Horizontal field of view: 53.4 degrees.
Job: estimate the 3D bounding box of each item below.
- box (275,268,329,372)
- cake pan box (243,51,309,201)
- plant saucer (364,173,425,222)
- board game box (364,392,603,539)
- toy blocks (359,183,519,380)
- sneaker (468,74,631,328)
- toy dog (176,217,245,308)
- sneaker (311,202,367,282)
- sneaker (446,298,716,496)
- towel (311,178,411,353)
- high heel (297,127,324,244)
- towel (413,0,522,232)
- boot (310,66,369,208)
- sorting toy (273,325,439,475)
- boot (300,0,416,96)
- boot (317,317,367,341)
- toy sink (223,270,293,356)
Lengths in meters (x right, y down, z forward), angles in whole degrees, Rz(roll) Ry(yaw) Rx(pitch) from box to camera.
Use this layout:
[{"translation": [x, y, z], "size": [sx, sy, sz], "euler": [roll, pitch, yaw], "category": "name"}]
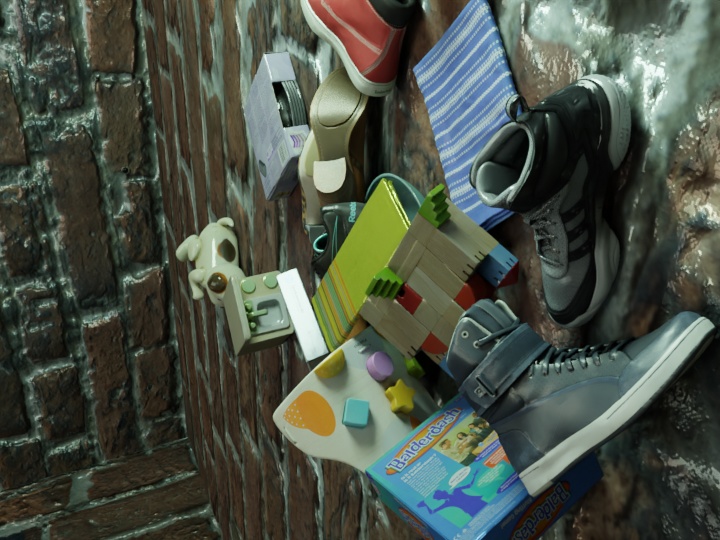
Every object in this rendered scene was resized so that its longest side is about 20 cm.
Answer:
[{"translation": [-0.083, 0.114, 1.182], "size": [0.201, 0.040, 0.158], "euler": [83, 165, -60], "category": "box"}, {"translation": [-0.143, -0.244, 1.228], "size": [0.200, 0.051, 0.189], "euler": [137, 117, -64], "category": "cake pan box"}, {"translation": [0.057, -0.017, 0.867], "size": [0.199, 0.035, 0.206], "euler": [169, 91, -68], "category": "plant saucer"}, {"translation": [0.109, 0.195, 0.687], "size": [0.046, 0.151, 0.199], "euler": [60, 163, -17], "category": "board game box"}, {"translation": [0.088, 0.029, 0.721], "size": [0.136, 0.100, 0.202], "euler": [40, 132, 13], "category": "toy blocks"}, {"translation": [0.140, -0.043, 0.555], "size": [0.075, 0.111, 0.205], "euler": [-140, 44, -56], "category": "sneaker"}, {"translation": [-0.328, -0.003, 1.709], "size": [0.194, 0.138, 0.202], "euler": [-45, 49, 20], "category": "toy dog"}, {"translation": [-0.026, -0.010, 0.907], "size": [0.077, 0.077, 0.203], "euler": [-93, 12, -47], "category": "sneaker"}, {"translation": [0.151, 0.062, 0.546], "size": [0.147, 0.076, 0.203], "euler": [54, 129, 20], "category": "sneaker"}, {"translation": [0.000, 0.000, 0.810], "size": [0.202, 0.018, 0.087], "euler": [-58, 42, 36], "category": "towel"}, {"translation": [-0.058, -0.143, 1.071], "size": [0.143, 0.069, 0.206], "euler": [-109, 25, -81], "category": "high heel"}, {"translation": [0.109, -0.142, 0.702], "size": [0.145, 0.023, 0.205], "euler": [145, 113, -65], "category": "towel"}, {"translation": [-0.014, -0.148, 0.948], "size": [0.156, 0.074, 0.205], "euler": [65, -156, -65], "category": "boot"}, {"translation": [0.034, 0.167, 0.831], "size": [0.180, 0.199, 0.107], "euler": [47, 132, 12], "category": "sorting toy"}, {"translation": [-0.003, -0.325, 0.832], "size": [0.202, 0.071, 0.146], "euler": [57, 149, 27], "category": "boot"}, {"translation": [0.006, 0.118, 1.009], "size": [0.155, 0.072, 0.204], "euler": [41, 149, 58], "category": "boot"}, {"translation": [-0.205, 0.083, 1.447], "size": [0.200, 0.109, 0.134], "euler": [132, 124, -68], "category": "toy sink"}]
